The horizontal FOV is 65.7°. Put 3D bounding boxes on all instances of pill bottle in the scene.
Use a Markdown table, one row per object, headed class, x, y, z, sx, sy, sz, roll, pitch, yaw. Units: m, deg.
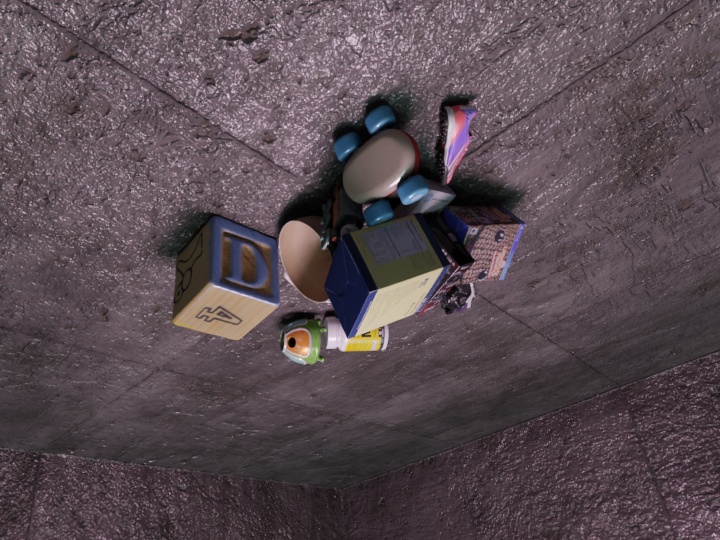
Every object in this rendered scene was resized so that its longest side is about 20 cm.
| class | x | y | z | sx | sy | sz | roll | pitch | yaw |
| --- | --- | --- | --- | --- | --- | --- | --- | --- | --- |
| pill bottle | -0.016 | 0.196 | 1.765 | 0.192 | 0.118 | 0.116 | 0 | 147 | -15 |

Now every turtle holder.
| class | x | y | z | sx | sy | sz | roll | pitch | yaw |
| --- | --- | --- | --- | --- | --- | --- | --- | --- | --- |
| turtle holder | -0.187 | 0.212 | 1.751 | 0.127 | 0.186 | 0.146 | 3 | 114 | -18 |

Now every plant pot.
| class | x | y | z | sx | sy | sz | roll | pitch | yaw |
| --- | --- | --- | --- | --- | --- | --- | --- | --- | --- |
| plant pot | -0.085 | -0.046 | 1.345 | 0.133 | 0.202 | 0.202 | -30 | 164 | -39 |

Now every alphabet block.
| class | x | y | z | sx | sy | sz | roll | pitch | yaw |
| --- | --- | --- | --- | --- | --- | --- | --- | --- | --- |
| alphabet block | -0.327 | 0.024 | 1.360 | 0.193 | 0.201 | 0.198 | 22 | 138 | -36 |

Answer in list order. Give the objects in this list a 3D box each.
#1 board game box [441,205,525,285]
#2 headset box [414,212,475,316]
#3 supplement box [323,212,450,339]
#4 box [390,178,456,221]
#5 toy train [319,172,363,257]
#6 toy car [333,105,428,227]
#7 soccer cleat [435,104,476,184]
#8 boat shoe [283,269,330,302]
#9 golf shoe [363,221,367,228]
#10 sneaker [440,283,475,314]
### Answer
| class | x | y | z | sx | sy | sz | roll | pitch | yaw |
| --- | --- | --- | --- | --- | --- | --- | --- | --- | --- |
| board game box | 0.282 | -0.064 | 1.368 | 0.194 | 0.097 | 0.164 | -6 | 124 | -33 |
| headset box | 0.150 | -0.007 | 1.307 | 0.076 | 0.151 | 0.201 | -13 | 149 | -47 |
| supplement box | 0.050 | 0.012 | 1.171 | 0.194 | 0.137 | 0.202 | -17 | 155 | -25 |
| box | 0.119 | -0.119 | 1.294 | 0.201 | 0.041 | 0.154 | -50 | 158 | 23 |
| toy train | -0.036 | -0.119 | 1.218 | 0.083 | 0.204 | 0.115 | 19 | 130 | -18 |
| toy car | 0.071 | -0.212 | 1.167 | 0.174 | 0.189 | 0.198 | -31 | 171 | 30 |
| soccer cleat | 0.200 | -0.260 | 1.179 | 0.070 | 0.070 | 0.203 | -11 | 145 | -5 |
| boat shoe | -0.138 | 0.034 | 1.546 | 0.063 | 0.076 | 0.200 | -8 | 148 | 29 |
| golf shoe | 0.012 | -0.082 | 1.391 | 0.089 | 0.075 | 0.201 | 9 | 143 | -26 |
| sneaker | 0.257 | 0.064 | 1.512 | 0.085 | 0.077 | 0.202 | -25 | 148 | -7 |
